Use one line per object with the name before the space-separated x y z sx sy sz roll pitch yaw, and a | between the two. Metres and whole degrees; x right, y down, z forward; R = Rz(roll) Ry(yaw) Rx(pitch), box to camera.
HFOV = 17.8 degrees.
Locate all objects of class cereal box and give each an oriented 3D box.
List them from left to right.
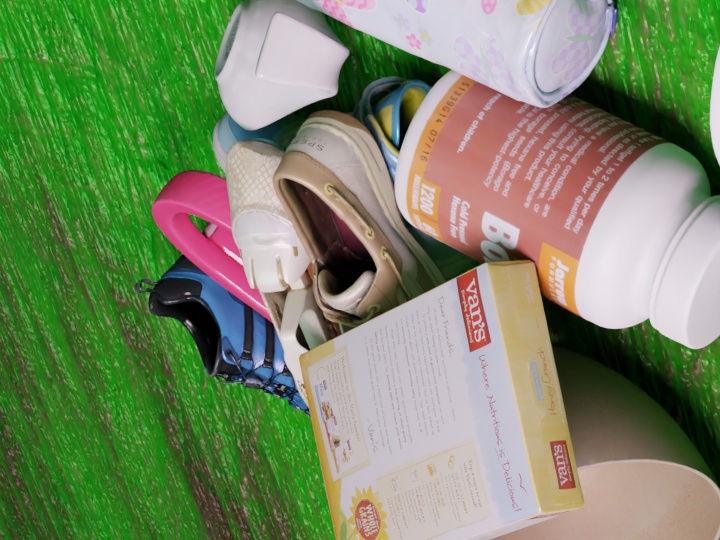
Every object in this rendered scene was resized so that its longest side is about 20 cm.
cereal box | 0.043 0.090 1.338 0.200 0.039 0.145 -27 70 51

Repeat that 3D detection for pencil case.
pencil case | 0.046 -0.165 1.317 0.199 0.083 0.091 25 135 32

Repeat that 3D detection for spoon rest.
spoon rest | -0.048 -0.131 1.414 0.060 0.100 0.200 18 -177 -12

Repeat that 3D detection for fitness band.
fitness band | -0.053 -0.001 1.579 0.200 0.038 0.144 36 164 -10

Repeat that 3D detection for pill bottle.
pill bottle | 0.127 -0.036 1.322 0.200 0.112 0.113 29 142 28

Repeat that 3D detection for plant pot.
plant pot | 0.115 0.126 1.458 0.201 0.199 0.135 101 157 -50

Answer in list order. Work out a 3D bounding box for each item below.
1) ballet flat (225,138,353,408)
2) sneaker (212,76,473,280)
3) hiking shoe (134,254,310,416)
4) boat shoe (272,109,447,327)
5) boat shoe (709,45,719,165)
ballet flat | -0.039 0.010 1.470 0.067 0.062 0.201 -7 123 29
sneaker | -0.007 -0.087 1.465 0.199 0.080 0.131 27 140 20
hiking shoe | -0.071 0.065 1.675 0.200 0.087 0.074 44 147 8
boat shoe | 0.000 0.000 1.421 0.074 0.066 0.201 -2 125 45
boat shoe | 0.238 -0.049 1.232 0.065 0.074 0.201 8 136 33
